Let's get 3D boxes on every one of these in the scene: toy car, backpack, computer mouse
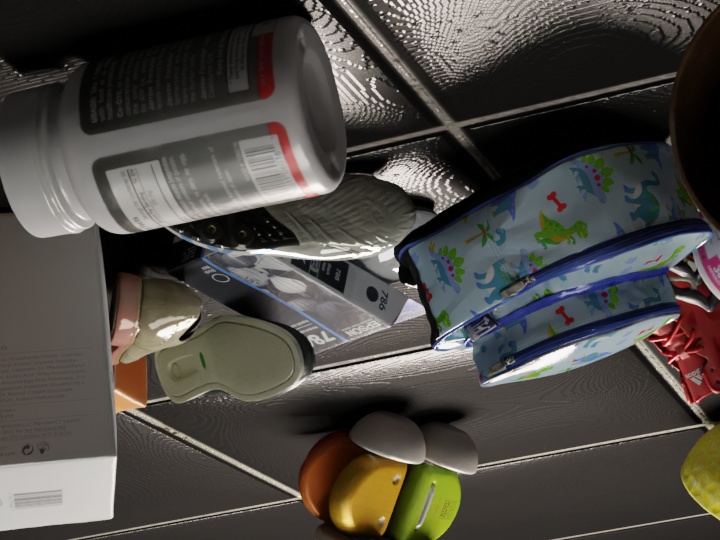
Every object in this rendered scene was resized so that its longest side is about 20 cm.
[{"bbox_3d":[0.017,0.232,2.248,0.150,0.175,0.200,24,-174,43],"label":"toy car"},{"bbox_3d":[0.159,-0.006,1.563,0.200,0.147,0.183,-34,165,38],"label":"backpack"},{"bbox_3d":[0.000,0.000,1.707,0.110,0.044,0.200,4,159,-23],"label":"computer mouse"}]

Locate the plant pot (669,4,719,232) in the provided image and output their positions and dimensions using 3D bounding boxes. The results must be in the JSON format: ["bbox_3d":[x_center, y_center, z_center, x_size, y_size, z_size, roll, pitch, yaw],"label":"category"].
[{"bbox_3d":[0.322,-0.095,1.370,0.187,0.187,0.200,-16,173,25],"label":"plant pot"}]

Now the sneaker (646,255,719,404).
[{"bbox_3d":[0.277,0.052,1.832,0.200,0.116,0.078,8,157,-35],"label":"sneaker"}]

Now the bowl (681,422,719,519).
[{"bbox_3d":[0.468,0.212,2.326,0.200,0.200,0.108,5,115,-28],"label":"bowl"}]

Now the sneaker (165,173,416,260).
[{"bbox_3d":[-0.060,-0.040,1.542,0.200,0.072,0.072,4,166,-19],"label":"sneaker"}]

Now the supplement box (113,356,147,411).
[{"bbox_3d":[-0.295,0.104,1.883,0.200,0.069,0.067,-11,158,20],"label":"supplement box"}]

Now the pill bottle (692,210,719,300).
[{"bbox_3d":[0.348,-0.046,1.577,0.113,0.113,0.200,3,158,-25],"label":"pill bottle"}]

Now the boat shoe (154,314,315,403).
[{"bbox_3d":[-0.092,0.068,1.697,0.068,0.072,0.200,-13,-178,-34],"label":"boat shoe"}]

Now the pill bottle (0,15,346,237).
[{"bbox_3d":[-0.119,-0.086,1.320,0.200,0.114,0.114,-11,160,14],"label":"pill bottle"}]

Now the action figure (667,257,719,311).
[{"bbox_3d":[0.322,0.010,1.734,0.200,0.119,0.102,1,124,-5],"label":"action figure"}]

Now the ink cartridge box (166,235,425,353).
[{"bbox_3d":[-0.046,0.017,1.663,0.200,0.039,0.099,29,147,-33],"label":"ink cartridge box"}]

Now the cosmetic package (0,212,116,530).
[{"bbox_3d":[-0.255,0.080,1.621,0.123,0.200,0.199,-5,161,-10],"label":"cosmetic package"}]

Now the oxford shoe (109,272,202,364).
[{"bbox_3d":[-0.166,0.043,1.693,0.074,0.071,0.200,5,176,-8],"label":"oxford shoe"}]
